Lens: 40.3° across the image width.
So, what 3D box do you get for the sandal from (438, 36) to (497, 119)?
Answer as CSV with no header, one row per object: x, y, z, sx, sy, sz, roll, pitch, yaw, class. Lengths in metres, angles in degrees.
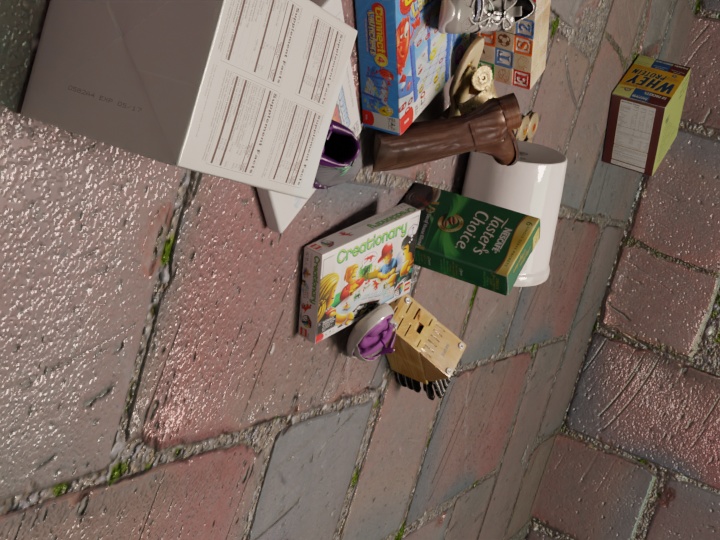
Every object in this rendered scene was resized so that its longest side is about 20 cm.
0.160,-0.236,1.343,0.078,0.069,0.212,-53,173,-23,sandal

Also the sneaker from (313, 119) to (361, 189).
-0.029,-0.119,1.033,0.200,0.087,0.075,14,96,-65,sneaker

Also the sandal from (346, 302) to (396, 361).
0.022,0.098,1.356,0.082,0.050,0.203,-36,167,-5,sandal

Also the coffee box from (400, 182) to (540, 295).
0.139,-0.048,1.368,0.123,0.198,0.044,-53,151,-33,coffee box

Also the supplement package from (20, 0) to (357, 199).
-0.125,-0.158,0.770,0.200,0.150,0.152,6,102,-66,supplement package

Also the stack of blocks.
0.202,-0.363,1.370,0.059,0.114,0.201,-52,151,-35,stack of blocks

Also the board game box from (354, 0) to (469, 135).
0.069,-0.304,1.199,0.200,0.055,0.197,-51,150,-37,board game box

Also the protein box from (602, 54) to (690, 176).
0.702,-0.383,2.417,0.199,0.134,0.201,-49,149,-38,protein box

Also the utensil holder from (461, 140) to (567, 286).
0.241,-0.099,1.599,0.170,0.168,0.202,-26,129,-58,utensil holder

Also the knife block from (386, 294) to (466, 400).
0.076,0.126,1.559,0.200,0.175,0.064,40,63,-17,knife block

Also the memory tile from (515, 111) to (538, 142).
0.273,-0.204,1.769,0.200,0.017,0.155,-28,132,-57,memory tile

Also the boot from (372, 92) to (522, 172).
0.109,-0.162,1.297,0.187,0.198,0.065,68,5,-71,boot

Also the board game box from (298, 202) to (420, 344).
0.000,0.000,1.271,0.199,0.034,0.128,-27,132,-44,board game box

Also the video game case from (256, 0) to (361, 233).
-0.062,-0.170,1.058,0.183,0.023,0.201,-55,152,-31,video game case

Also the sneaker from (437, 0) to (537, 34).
0.157,-0.328,1.199,0.200,0.081,0.076,-35,139,-53,sneaker
